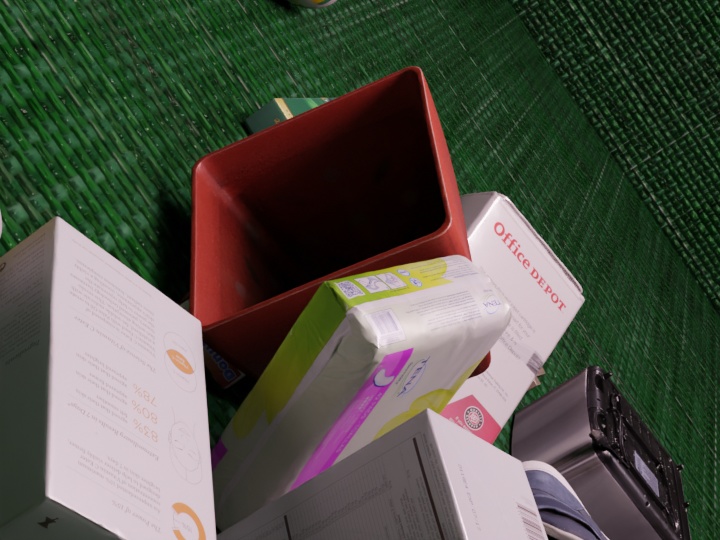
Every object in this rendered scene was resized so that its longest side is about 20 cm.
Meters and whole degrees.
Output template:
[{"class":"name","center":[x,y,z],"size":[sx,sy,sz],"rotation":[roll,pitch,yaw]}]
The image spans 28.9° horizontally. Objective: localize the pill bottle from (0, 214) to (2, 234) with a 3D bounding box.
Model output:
[{"class":"pill bottle","center":[-0.269,-0.091,0.755],"size":[0.111,0.111,0.200],"rotation":[23,39,-56]}]

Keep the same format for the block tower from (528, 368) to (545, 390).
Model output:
[{"class":"block tower","center":[0.129,0.048,1.528],"size":[0.200,0.054,0.058],"rotation":[62,22,11]}]

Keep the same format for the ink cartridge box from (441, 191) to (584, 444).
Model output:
[{"class":"ink cartridge box","center":[0.093,0.049,1.256],"size":[0.146,0.085,0.200],"rotation":[48,65,-23]}]

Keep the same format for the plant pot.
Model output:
[{"class":"plant pot","center":[0.000,0.000,1.068],"size":[0.200,0.199,0.176],"rotation":[-97,160,-48]}]

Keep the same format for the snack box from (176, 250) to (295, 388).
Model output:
[{"class":"snack box","center":[-0.092,0.022,1.111],"size":[0.072,0.024,0.200],"rotation":[55,20,-9]}]

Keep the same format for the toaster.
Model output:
[{"class":"toaster","center":[0.250,0.214,1.466],"size":[0.200,0.119,0.181],"rotation":[51,21,-18]}]

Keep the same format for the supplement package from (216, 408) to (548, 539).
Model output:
[{"class":"supplement package","center":[0.004,0.190,0.832],"size":[0.109,0.200,0.114],"rotation":[34,32,-45]}]

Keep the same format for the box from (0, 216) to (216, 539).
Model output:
[{"class":"box","center":[-0.157,0.092,0.762],"size":[0.124,0.097,0.200],"rotation":[41,25,-37]}]

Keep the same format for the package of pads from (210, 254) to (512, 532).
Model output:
[{"class":"package of pads","center":[-0.004,0.083,0.919],"size":[0.154,0.200,0.068],"rotation":[-13,55,-50]}]

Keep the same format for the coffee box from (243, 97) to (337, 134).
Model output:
[{"class":"coffee box","center":[-0.034,-0.115,1.413],"size":[0.123,0.044,0.200],"rotation":[59,21,6]}]

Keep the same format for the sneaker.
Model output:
[{"class":"sneaker","center":[0.176,0.242,1.028],"size":[0.202,0.077,0.146],"rotation":[46,9,-2]}]

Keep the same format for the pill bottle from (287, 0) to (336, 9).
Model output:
[{"class":"pill bottle","center":[-0.092,-0.371,1.559],"size":[0.200,0.113,0.113],"rotation":[13,48,-61]}]
